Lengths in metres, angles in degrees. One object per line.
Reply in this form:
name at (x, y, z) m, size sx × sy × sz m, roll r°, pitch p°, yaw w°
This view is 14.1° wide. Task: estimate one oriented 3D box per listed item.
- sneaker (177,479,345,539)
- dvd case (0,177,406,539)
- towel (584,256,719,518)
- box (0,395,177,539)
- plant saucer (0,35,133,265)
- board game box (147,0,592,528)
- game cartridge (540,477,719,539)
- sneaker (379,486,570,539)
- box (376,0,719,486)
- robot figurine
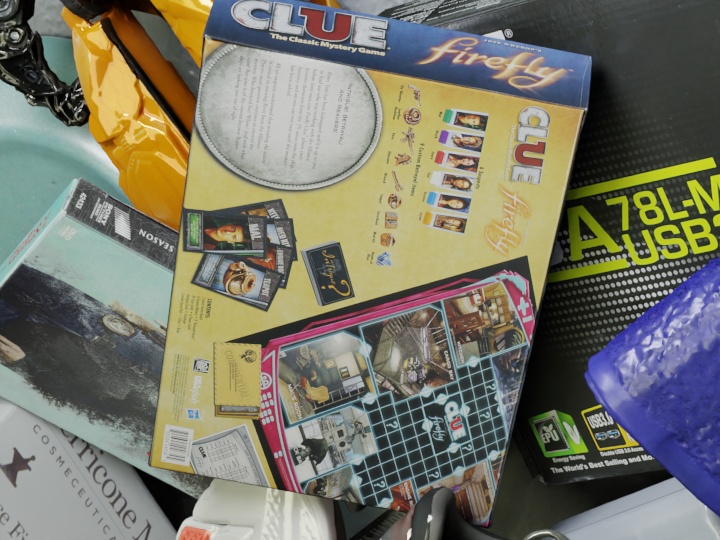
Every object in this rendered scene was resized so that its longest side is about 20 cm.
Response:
sneaker at (-0.028, 0.148, 1.208) m, size 0.077 × 0.082 × 0.201 m, roll 21°, pitch 128°, yaw 23°
dvd case at (-0.057, 0.047, 1.165) m, size 0.199 × 0.022 × 0.146 m, roll 28°, pitch 145°, yaw -15°
towel at (0.194, 0.021, 0.975) m, size 0.200 × 0.050 × 0.148 m, roll -39°, pitch 109°, yaw 18°
box at (-0.180, 0.160, 1.285) m, size 0.199 × 0.131 × 0.199 m, roll -11°, pitch 120°, yaw 42°
plant saucer at (-0.121, -0.001, 1.237) m, size 0.199 × 0.036 × 0.201 m, roll 17°, pitch 125°, yaw 26°
board game box at (0.000, 0.000, 1.058) m, size 0.135 × 0.035 × 0.201 m, roll 11°, pitch 128°, yaw 0°
game cartridge at (0.158, 0.169, 1.124) m, size 0.200 × 0.042 × 0.133 m, roll 49°, pitch 140°, yaw -9°
sneaker at (0.089, 0.149, 1.079) m, size 0.199 × 0.077 × 0.082 m, roll 28°, pitch 123°, yaw 2°
box at (0.112, -0.024, 1.054) m, size 0.199 × 0.048 × 0.194 m, roll -11°, pitch 114°, yaw 38°
robot figurine at (-0.064, -0.081, 1.127) m, size 0.145 × 0.058 × 0.200 m, roll -30°, pitch 99°, yaw 33°
